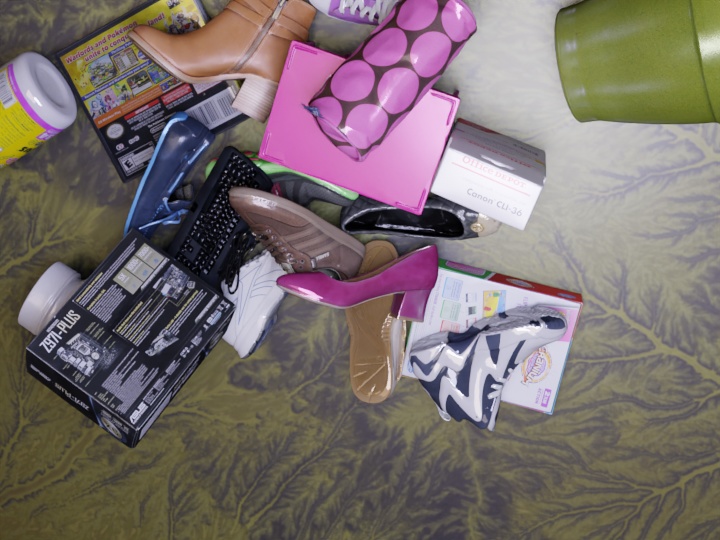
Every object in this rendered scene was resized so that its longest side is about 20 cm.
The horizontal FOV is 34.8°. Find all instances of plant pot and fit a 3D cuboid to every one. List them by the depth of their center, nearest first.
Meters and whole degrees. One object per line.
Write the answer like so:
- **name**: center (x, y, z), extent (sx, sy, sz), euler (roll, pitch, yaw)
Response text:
- **plant pot**: center (0.319, -0.244, 1.259), extent (0.191, 0.200, 0.202), euler (-8, 104, 24)

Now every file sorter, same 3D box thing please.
- **file sorter**: center (0.005, -0.175, 1.348), extent (0.199, 0.125, 0.140), euler (20, 108, 3)

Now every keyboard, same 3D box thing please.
- **keyboard**: center (-0.173, -0.046, 1.404), extent (0.104, 0.040, 0.201), euler (37, 119, 7)

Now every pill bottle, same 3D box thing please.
- **pill bottle**: center (-0.461, -0.181, 1.434), extent (0.199, 0.104, 0.105), euler (-28, 99, 16)
- **pill bottle**: center (-0.330, 0.081, 1.480), extent (0.199, 0.114, 0.115), euler (33, 108, -1)

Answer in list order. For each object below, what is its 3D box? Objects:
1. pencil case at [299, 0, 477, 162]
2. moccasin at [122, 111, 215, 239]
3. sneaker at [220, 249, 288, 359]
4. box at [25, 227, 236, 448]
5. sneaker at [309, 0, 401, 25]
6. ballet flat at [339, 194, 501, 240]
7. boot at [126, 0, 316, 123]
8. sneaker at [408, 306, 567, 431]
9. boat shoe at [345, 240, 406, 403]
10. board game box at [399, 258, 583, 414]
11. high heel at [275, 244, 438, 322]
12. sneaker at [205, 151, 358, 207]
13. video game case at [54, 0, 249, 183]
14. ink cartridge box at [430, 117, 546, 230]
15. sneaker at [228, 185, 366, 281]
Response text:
- **pencil case**: center (0.030, -0.217, 1.229), extent (0.200, 0.091, 0.094), euler (-47, 60, -3)
- **moccasin**: center (-0.238, -0.096, 1.419), extent (0.068, 0.081, 0.201), euler (25, 125, -7)
- **sneaker**: center (-0.129, 0.015, 1.454), extent (0.087, 0.075, 0.201), euler (34, 107, 5)
- **box**: center (-0.275, 0.082, 1.383), extent (0.163, 0.200, 0.086), euler (35, 152, 1)
- **sneaker**: center (0.027, -0.308, 1.316), extent (0.199, 0.114, 0.073), euler (13, 108, 7)
- **ballet flat**: center (0.072, -0.057, 1.400), extent (0.198, 0.057, 0.067), euler (2, 131, 12)
- **boot**: center (-0.160, -0.285, 1.356), extent (0.199, 0.074, 0.156), euler (26, 94, -22)
- **sneaker**: center (0.167, 0.127, 1.387), extent (0.198, 0.080, 0.130), euler (-18, 103, 14)
- **boat shoe**: center (0.022, 0.065, 1.443), extent (0.073, 0.069, 0.202), euler (3, 85, 16)
- **board game box**: center (0.162, 0.081, 1.438), extent (0.198, 0.040, 0.154), euler (15, 107, 5)
- **high heel**: center (0.000, 0.000, 1.356), extent (0.198, 0.067, 0.097), euler (11, 92, -18)
- **sneaker**: center (-0.094, -0.099, 1.420), extent (0.198, 0.077, 0.084), euler (7, 112, 18)
- **video game case**: center (-0.254, -0.232, 1.428), extent (0.199, 0.026, 0.182), euler (-25, 100, 16)
- **ink cartridge box**: center (0.146, -0.109, 1.305), extent (0.116, 0.200, 0.068), euler (22, 107, 3)
- **sneaker**: center (-0.077, -0.032, 1.358), extent (0.199, 0.070, 0.076), euler (27, 80, -33)
